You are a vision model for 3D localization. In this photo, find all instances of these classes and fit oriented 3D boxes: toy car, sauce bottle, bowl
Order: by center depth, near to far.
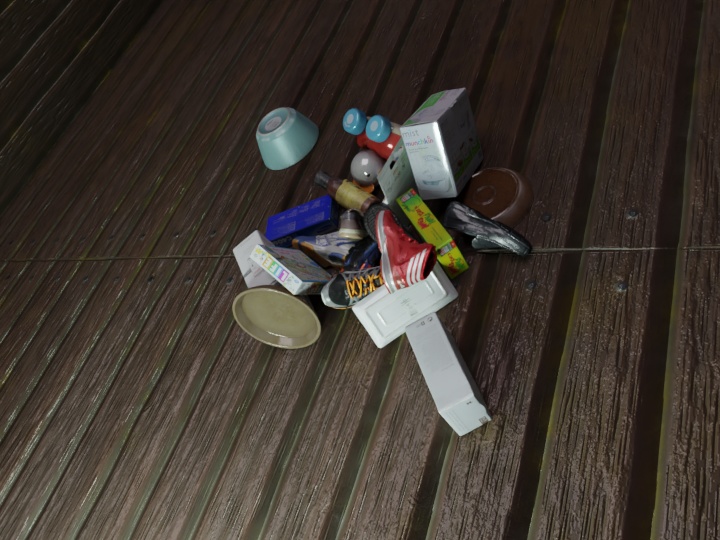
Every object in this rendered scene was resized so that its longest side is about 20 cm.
[{"bbox_3d":[-0.036,-0.193,1.583,0.199,0.066,0.066,36,78,30],"label":"sauce bottle"},{"bbox_3d":[0.043,-0.275,1.589,0.176,0.183,0.202,29,103,44],"label":"toy car"},{"bbox_3d":[-0.235,-0.413,1.906,0.199,0.105,0.202,-18,46,20],"label":"bowl"}]

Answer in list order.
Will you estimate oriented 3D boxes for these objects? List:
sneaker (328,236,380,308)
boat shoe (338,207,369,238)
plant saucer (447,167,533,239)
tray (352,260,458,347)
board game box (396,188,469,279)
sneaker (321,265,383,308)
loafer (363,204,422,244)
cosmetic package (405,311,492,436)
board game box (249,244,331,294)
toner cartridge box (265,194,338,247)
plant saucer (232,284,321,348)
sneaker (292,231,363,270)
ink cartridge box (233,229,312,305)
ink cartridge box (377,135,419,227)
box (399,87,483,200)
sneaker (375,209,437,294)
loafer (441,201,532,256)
[{"bbox_3d":[0.000,0.000,1.420,0.201,0.079,0.075,-53,30,-19],"label":"sneaker"},{"bbox_3d":[-0.013,-0.112,1.459,0.071,0.200,0.065,9,99,6],"label":"boat shoe"},{"bbox_3d":[0.278,-0.157,1.393,0.199,0.035,0.202,-18,46,20],"label":"plant saucer"},{"bbox_3d":[0.091,0.064,1.286,0.199,0.108,0.022,-34,7,5],"label":"tray"},{"bbox_3d":[0.153,-0.081,1.363,0.047,0.102,0.201,-35,43,5],"label":"board game box"},{"bbox_3d":[0.014,0.027,1.326,0.198,0.079,0.077,-17,3,-14],"label":"sneaker"},{"bbox_3d":[0.081,-0.062,1.384,0.073,0.071,0.200,-42,67,3],"label":"loafer"},{"bbox_3d":[0.155,0.183,1.142,0.074,0.102,0.201,-30,42,10],"label":"cosmetic package"},{"bbox_3d":[-0.140,0.000,1.397,0.134,0.200,0.034,39,102,18],"label":"board game box"},{"bbox_3d":[-0.154,-0.124,1.651,0.198,0.043,0.096,-18,47,22],"label":"toner cartridge box"},{"bbox_3d":[-0.179,0.098,1.369,0.198,0.201,0.030,-10,42,27],"label":"plant saucer"},{"bbox_3d":[-0.073,-0.055,1.528,0.199,0.076,0.088,17,57,32],"label":"sneaker"},{"bbox_3d":[-0.205,0.021,1.487,0.083,0.147,0.200,-39,43,6],"label":"ink cartridge box"},{"bbox_3d":[0.086,-0.205,1.440,0.057,0.200,0.163,12,62,34],"label":"ink cartridge box"},{"bbox_3d":[0.188,-0.284,1.412,0.096,0.178,0.200,-3,33,33],"label":"box"},{"bbox_3d":[0.097,-0.049,1.282,0.114,0.078,0.202,-14,56,13],"label":"sneaker"},{"bbox_3d":[0.258,-0.074,1.303,0.200,0.068,0.071,31,105,27],"label":"loafer"}]
